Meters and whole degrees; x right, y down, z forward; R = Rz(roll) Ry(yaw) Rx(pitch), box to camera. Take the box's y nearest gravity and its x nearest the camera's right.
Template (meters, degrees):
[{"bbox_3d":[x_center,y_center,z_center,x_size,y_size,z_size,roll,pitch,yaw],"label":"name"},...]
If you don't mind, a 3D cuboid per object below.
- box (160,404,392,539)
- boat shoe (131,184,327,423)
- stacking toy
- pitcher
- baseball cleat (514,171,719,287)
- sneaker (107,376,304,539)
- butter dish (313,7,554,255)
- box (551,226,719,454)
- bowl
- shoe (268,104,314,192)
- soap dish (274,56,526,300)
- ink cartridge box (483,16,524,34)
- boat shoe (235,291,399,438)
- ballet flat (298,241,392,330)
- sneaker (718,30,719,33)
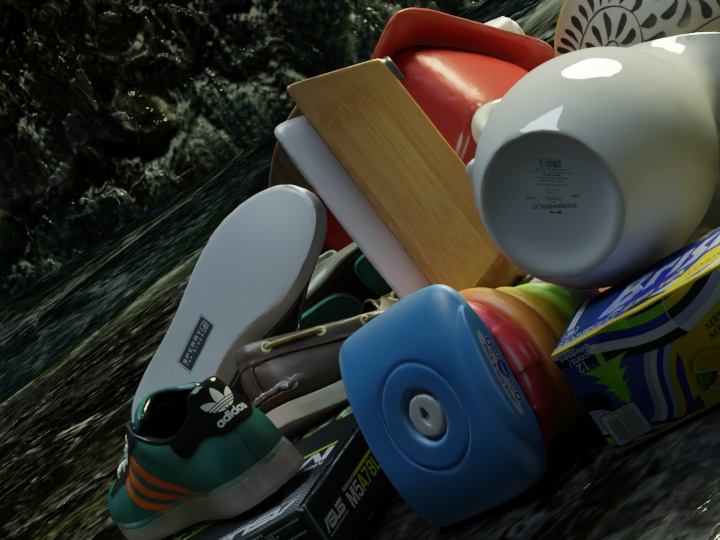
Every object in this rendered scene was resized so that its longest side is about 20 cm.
[{"bbox_3d":[-0.072,0.159,1.465,0.200,0.048,0.193,-31,6,23],"label":"box"},{"bbox_3d":[-0.071,0.034,1.585,0.068,0.072,0.201,5,-61,-54],"label":"boat shoe"},{"bbox_3d":[0.098,0.045,1.344,0.200,0.116,0.110,-24,-6,-44],"label":"stacking toy"},{"bbox_3d":[0.116,-0.064,1.344,0.171,0.122,0.200,-3,17,28],"label":"pitcher"},{"bbox_3d":[0.156,-0.015,1.476,0.200,0.070,0.106,-34,9,0],"label":"baseball cleat"},{"bbox_3d":[-0.105,0.104,1.463,0.071,0.080,0.200,-39,8,-31],"label":"sneaker"},{"bbox_3d":[0.080,-0.056,1.701,0.199,0.148,0.201,7,-68,-50],"label":"butter dish"},{"bbox_3d":[0.195,0.011,1.214,0.200,0.064,0.070,-30,10,27],"label":"box"},{"bbox_3d":[0.236,-0.143,1.641,0.200,0.201,0.094,-33,47,9],"label":"bowl"},{"bbox_3d":[-0.029,-0.047,1.771,0.053,0.070,0.201,-12,-50,-43],"label":"shoe"},{"bbox_3d":[0.030,-0.037,1.464,0.081,0.158,0.200,-38,-10,1],"label":"soap dish"},{"bbox_3d":[0.063,-0.074,1.872,0.200,0.145,0.084,-37,8,-15],"label":"ink cartridge box"},{"bbox_3d":[0.014,0.046,1.571,0.199,0.060,0.072,-21,-13,-28],"label":"boat shoe"},{"bbox_3d":[0.000,0.000,1.627,0.200,0.067,0.064,-32,41,20],"label":"ballet flat"},{"bbox_3d":[0.168,-0.056,1.527,0.199,0.104,0.060,-29,11,34],"label":"sneaker"}]
